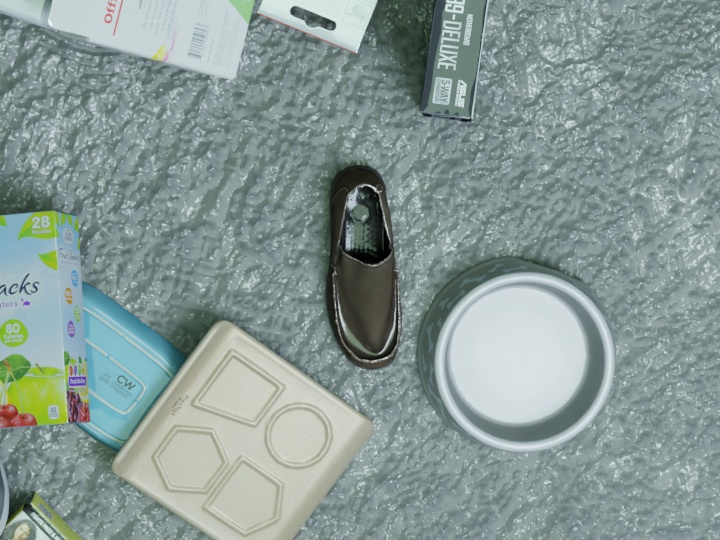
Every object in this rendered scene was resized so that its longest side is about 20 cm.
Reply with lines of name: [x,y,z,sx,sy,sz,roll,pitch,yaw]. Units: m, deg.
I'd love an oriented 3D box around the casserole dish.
casserole dish: [-0.255,0.096,1.608,0.200,0.039,0.121,38,93,-6]

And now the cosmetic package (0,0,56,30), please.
cosmetic package: [-0.348,-0.349,1.521,0.199,0.123,0.200,20,92,-4]

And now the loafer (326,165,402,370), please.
loafer: [0.000,0.000,1.595,0.073,0.071,0.200,-8,95,-2]

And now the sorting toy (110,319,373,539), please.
sorting toy: [-0.115,0.170,1.616,0.200,0.036,0.185,36,93,-17]

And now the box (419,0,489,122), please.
box: [0.089,-0.217,1.517,0.050,0.200,0.158,8,94,3]

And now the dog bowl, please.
dog bowl: [0.157,0.086,1.619,0.200,0.059,0.200,0,94,-3]

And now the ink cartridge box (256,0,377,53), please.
ink cartridge box: [-0.014,-0.318,1.578,0.109,0.050,0.200,22,95,-5]

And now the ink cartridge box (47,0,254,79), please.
ink cartridge box: [-0.200,-0.255,1.518,0.200,0.067,0.117,12,95,-37]

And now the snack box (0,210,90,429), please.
snack box: [-0.348,0.050,1.555,0.169,0.068,0.200,-6,85,10]

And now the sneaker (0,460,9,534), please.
sneaker: [-0.397,0.242,1.547,0.078,0.112,0.200,-5,65,23]

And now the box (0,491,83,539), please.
box: [-0.367,0.313,1.615,0.200,0.050,0.075,-42,96,1]
